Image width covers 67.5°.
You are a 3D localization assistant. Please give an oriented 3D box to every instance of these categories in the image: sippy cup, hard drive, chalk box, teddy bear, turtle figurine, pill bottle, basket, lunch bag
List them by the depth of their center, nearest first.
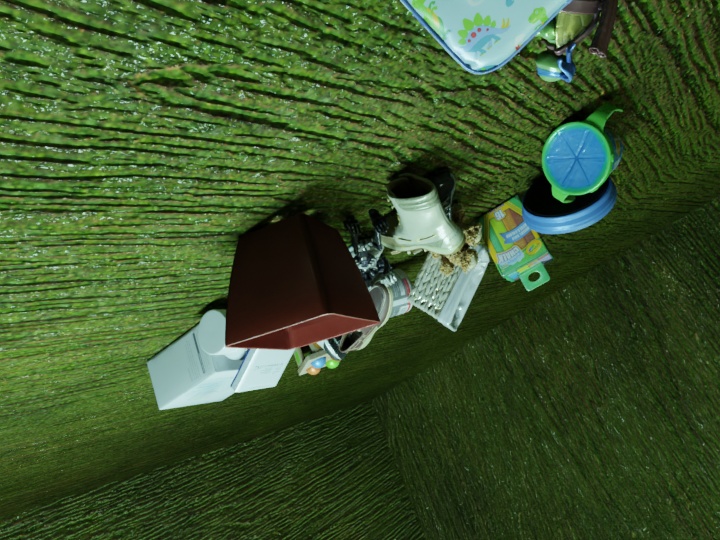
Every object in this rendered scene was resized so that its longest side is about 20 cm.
[{"bbox_3d":[0.124,-0.293,0.459,0.160,0.083,0.199,35,126,-22],"label":"lunch bag"},{"bbox_3d":[0.200,-0.322,0.575,0.140,0.202,0.197,7,131,-4],"label":"turtle figurine"},{"bbox_3d":[0.446,-0.228,1.056,0.129,0.142,0.177,-22,177,-41],"label":"sippy cup"},{"bbox_3d":[-0.182,0.160,1.133,0.131,0.025,0.203,8,113,-59],"label":"hard drive"},{"bbox_3d":[0.195,-0.062,1.146,0.065,0.201,0.148,3,118,-17],"label":"teddy bear"},{"bbox_3d":[-0.245,0.132,1.154,0.113,0.116,0.199,-32,159,23],"label":"pill bottle"},{"bbox_3d":[0.210,0.024,1.290,0.203,0.122,0.135,-64,158,-3],"label":"basket"},{"bbox_3d":[0.382,-0.054,1.303,0.124,0.203,0.123,-31,160,19],"label":"chalk box"},{"bbox_3d":[0.023,0.070,1.322,0.197,0.116,0.114,-13,158,-29],"label":"pill bottle"}]

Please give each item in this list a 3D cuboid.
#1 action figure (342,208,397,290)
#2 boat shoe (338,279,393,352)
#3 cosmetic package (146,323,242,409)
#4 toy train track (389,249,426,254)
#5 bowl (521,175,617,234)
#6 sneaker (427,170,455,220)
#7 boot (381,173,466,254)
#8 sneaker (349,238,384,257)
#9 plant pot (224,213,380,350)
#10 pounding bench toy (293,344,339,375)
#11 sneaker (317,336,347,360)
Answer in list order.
[{"bbox_3d":[0.008,-0.015,1.028,0.116,0.104,0.202,-5,140,-1],"label":"action figure"},{"bbox_3d":[0.005,0.106,1.169,0.071,0.072,0.201,-17,148,-46],"label":"boat shoe"},{"bbox_3d":[-0.344,0.219,1.251,0.198,0.125,0.198,-32,160,24],"label":"cosmetic package"},{"bbox_3d":[0.113,-0.065,1.205,0.113,0.033,0.200,-28,160,9],"label":"toy train track"},{"bbox_3d":[0.445,-0.158,1.165,0.198,0.202,0.040,-27,121,7],"label":"bowl"},{"bbox_3d":[0.166,-0.101,1.045,0.074,0.117,0.201,-22,161,-4],"label":"sneaker"},{"bbox_3d":[0.081,-0.104,0.980,0.073,0.197,0.155,-58,133,-21],"label":"boot"},{"bbox_3d":[0.000,0.000,1.162,0.075,0.082,0.200,-9,155,-33],"label":"sneaker"},{"bbox_3d":[-0.104,0.021,0.907,0.196,0.180,0.199,-18,164,21],"label":"plant pot"},{"bbox_3d":[-0.120,0.189,1.391,0.122,0.158,0.201,-15,159,-25],"label":"pounding bench toy"},{"bbox_3d":[-0.101,0.123,1.235,0.079,0.202,0.074,-25,-166,38],"label":"sneaker"}]
